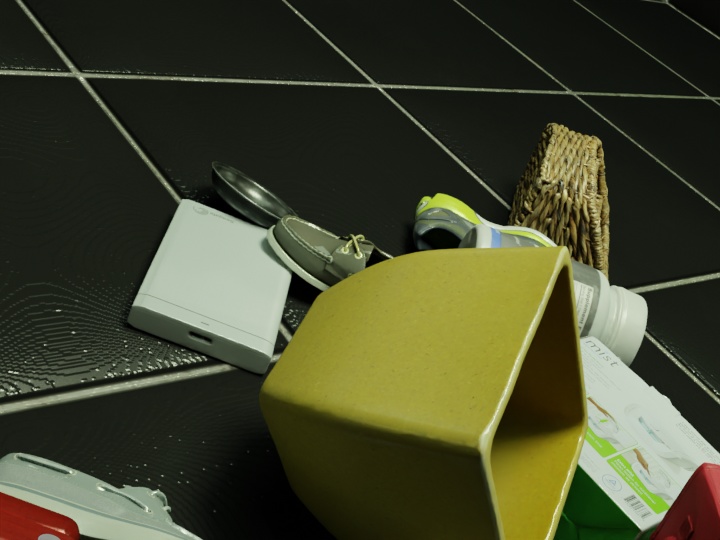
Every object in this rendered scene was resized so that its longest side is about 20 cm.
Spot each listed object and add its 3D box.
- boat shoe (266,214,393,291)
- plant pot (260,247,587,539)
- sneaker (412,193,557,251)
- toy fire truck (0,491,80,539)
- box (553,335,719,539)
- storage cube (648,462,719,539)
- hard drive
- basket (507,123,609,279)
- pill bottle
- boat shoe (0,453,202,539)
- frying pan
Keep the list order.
[{"bbox_3d":[0.001,-0.001,1.076,0.200,0.061,0.072,33,30,-6],"label":"boat shoe"},{"bbox_3d":[0.042,0.107,0.793,0.197,0.196,0.197,6,43,25],"label":"plant pot"},{"bbox_3d":[0.145,-0.016,1.233,0.197,0.075,0.081,21,36,8],"label":"sneaker"},{"bbox_3d":[-0.185,0.193,0.568,0.127,0.178,0.200,20,16,-6],"label":"toy fire truck"},{"bbox_3d":[0.208,0.165,0.959,0.175,0.098,0.200,-8,43,-44],"label":"box"},{"bbox_3d":[0.302,0.281,0.773,0.197,0.173,0.181,20,31,-8],"label":"storage cube"},{"bbox_3d":[-0.133,0.009,1.020,0.130,0.027,0.201,21,30,-8],"label":"hard drive"},{"bbox_3d":[0.279,-0.090,1.362,0.147,0.144,0.201,25,30,2],"label":"basket"},{"bbox_3d":[0.192,0.037,1.129,0.197,0.115,0.114,21,30,-8],"label":"pill bottle"},{"bbox_3d":[-0.158,0.170,0.707,0.198,0.071,0.072,21,33,-3],"label":"boat shoe"},{"bbox_3d":[-0.088,-0.063,1.160,0.189,0.031,0.115,28,13,-40],"label":"frying pan"}]
